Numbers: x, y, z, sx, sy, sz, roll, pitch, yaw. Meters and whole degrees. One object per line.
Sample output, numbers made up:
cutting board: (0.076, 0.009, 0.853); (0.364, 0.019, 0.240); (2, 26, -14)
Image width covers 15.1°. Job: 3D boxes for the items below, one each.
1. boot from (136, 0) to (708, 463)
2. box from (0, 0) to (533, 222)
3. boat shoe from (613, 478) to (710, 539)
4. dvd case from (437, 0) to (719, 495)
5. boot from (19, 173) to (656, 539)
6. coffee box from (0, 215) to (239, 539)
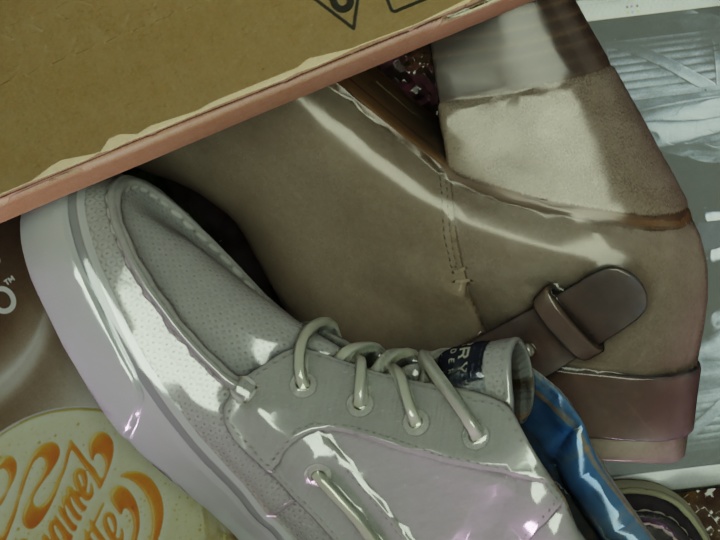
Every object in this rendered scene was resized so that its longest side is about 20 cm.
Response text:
boot: (0.000, 0.000, 0.777); (0.199, 0.070, 0.147); (-7, 101, 25)
box: (-0.055, -0.117, 0.711); (0.199, 0.021, 0.165); (-22, 79, -2)
boat shoe: (0.085, 0.164, 0.789); (0.071, 0.065, 0.202); (-1, 97, -5)
dvd case: (0.127, -0.013, 0.811); (0.198, 0.025, 0.152); (-7, 92, 0)
boot: (0.003, 0.035, 0.725); (0.095, 0.074, 0.200); (-34, 102, 28)
coffee box: (-0.092, 0.084, 0.765); (0.114, 0.080, 0.201); (-37, 92, -26)
